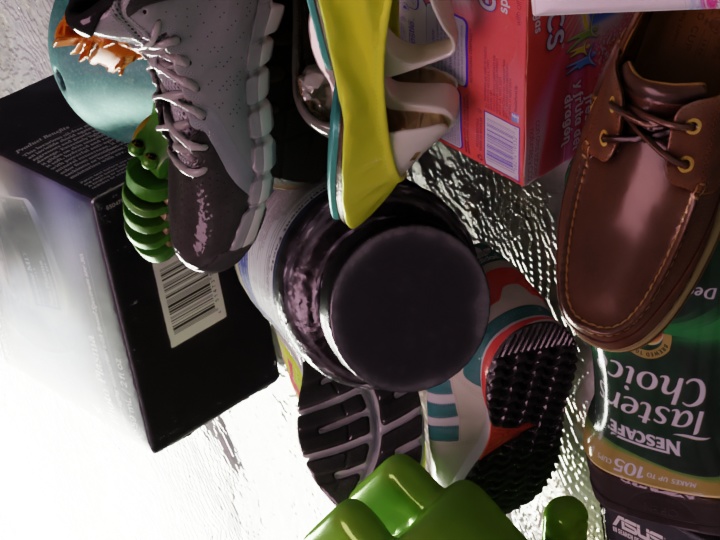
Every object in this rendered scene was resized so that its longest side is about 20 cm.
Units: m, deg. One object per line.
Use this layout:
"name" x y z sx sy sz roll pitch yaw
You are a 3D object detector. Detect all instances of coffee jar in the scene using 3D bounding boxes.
"coffee jar" 0.156 0.032 0.893 0.103 0.085 0.202 10 126 28

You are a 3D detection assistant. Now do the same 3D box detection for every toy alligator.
"toy alligator" -0.109 -0.060 1.037 0.059 0.054 0.201 44 152 25

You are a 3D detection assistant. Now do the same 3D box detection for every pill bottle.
"pill bottle" 0.000 0.000 1.007 0.200 0.111 0.113 -142 31 -71

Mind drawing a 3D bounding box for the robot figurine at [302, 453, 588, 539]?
"robot figurine" 0.060 0.199 1.022 0.200 0.175 0.116 48 144 4

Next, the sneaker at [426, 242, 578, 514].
"sneaker" 0.071 0.067 1.083 0.201 0.070 0.094 98 151 -49

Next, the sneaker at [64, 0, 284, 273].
"sneaker" -0.099 -0.097 0.910 0.075 0.115 0.202 18 105 44

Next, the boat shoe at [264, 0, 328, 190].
"boat shoe" -0.044 -0.143 1.002 0.073 0.075 0.203 -8 77 51

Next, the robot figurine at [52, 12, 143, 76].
"robot figurine" -0.106 -0.210 0.996 0.145 0.058 0.202 179 107 -70

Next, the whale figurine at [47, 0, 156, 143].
"whale figurine" -0.126 -0.126 1.114 0.200 0.103 0.161 40 149 61

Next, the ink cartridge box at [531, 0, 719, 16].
"ink cartridge box" 0.128 -0.141 0.687 0.198 0.115 0.069 1 111 18

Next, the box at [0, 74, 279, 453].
"box" -0.176 -0.010 1.296 0.197 0.123 0.202 24 133 45

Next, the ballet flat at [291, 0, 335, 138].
"ballet flat" -0.007 -0.163 0.936 0.067 0.064 0.203 -3 90 19

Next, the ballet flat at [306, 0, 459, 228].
"ballet flat" 0.012 -0.091 0.843 0.066 0.067 0.201 2 138 7

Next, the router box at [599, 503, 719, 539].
"router box" 0.221 0.193 0.961 0.199 0.062 0.151 21 130 46

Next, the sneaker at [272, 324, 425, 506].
"sneaker" -0.004 0.074 1.145 0.091 0.077 0.202 68 -177 -60

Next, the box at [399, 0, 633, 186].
"box" 0.072 -0.158 0.857 0.102 0.094 0.202 30 137 37

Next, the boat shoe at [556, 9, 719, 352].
"boat shoe" 0.126 -0.065 0.782 0.071 0.067 0.202 21 92 25
